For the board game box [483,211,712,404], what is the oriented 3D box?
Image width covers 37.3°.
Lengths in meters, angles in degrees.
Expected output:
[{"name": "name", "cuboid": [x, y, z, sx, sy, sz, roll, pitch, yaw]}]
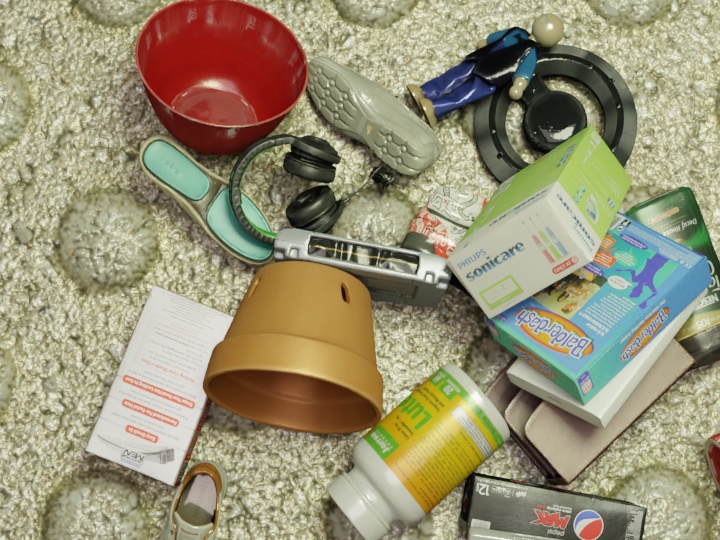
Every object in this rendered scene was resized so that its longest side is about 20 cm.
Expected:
[{"name": "board game box", "cuboid": [0.256, 0.032, 1.161, 0.199, 0.045, 0.152, -40, 42, -11]}]

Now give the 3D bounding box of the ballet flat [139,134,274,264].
[{"name": "ballet flat", "cuboid": [-0.180, -0.083, 1.264, 0.200, 0.069, 0.070, 45, 81, -10]}]

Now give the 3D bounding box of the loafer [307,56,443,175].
[{"name": "loafer", "cuboid": [0.015, -0.191, 1.296, 0.200, 0.070, 0.070, 44, 40, 14]}]

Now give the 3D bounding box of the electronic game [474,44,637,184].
[{"name": "electronic game", "cuboid": [0.237, -0.180, 1.304, 0.197, 0.042, 0.203, -1, 78, 7]}]

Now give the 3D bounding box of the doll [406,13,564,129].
[{"name": "doll", "cuboid": [0.158, -0.243, 1.285, 0.198, 0.049, 0.137, -31, 40, 2]}]

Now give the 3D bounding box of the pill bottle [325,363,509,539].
[{"name": "pill bottle", "cuboid": [0.061, 0.209, 1.194, 0.199, 0.111, 0.111, -40, 83, -8]}]

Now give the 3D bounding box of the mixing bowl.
[{"name": "mixing bowl", "cuboid": [-0.167, -0.211, 1.253, 0.197, 0.109, 0.202, 7, 56, -11]}]

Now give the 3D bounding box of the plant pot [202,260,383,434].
[{"name": "plant pot", "cuboid": [-0.064, 0.083, 1.184, 0.197, 0.201, 0.142, 10, 64, 1]}]

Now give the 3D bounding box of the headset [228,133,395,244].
[{"name": "headset", "cuboid": [-0.056, -0.101, 1.247, 0.197, 0.094, 0.125, -7, 107, -12]}]

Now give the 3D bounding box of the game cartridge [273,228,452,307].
[{"name": "game cartridge", "cuboid": [0.000, 0.000, 1.220, 0.197, 0.134, 0.041, 11, 72, -1]}]

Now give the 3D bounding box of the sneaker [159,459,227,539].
[{"name": "sneaker", "cuboid": [-0.199, 0.311, 1.185, 0.072, 0.085, 0.203, 11, 81, -1]}]

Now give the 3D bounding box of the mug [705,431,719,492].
[{"name": "mug", "cuboid": [0.511, 0.221, 1.195, 0.198, 0.134, 0.180, -21, 79, -2]}]

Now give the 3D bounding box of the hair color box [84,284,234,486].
[{"name": "hair color box", "cuboid": [-0.223, 0.133, 1.227, 0.110, 0.064, 0.202, 21, 79, 1]}]

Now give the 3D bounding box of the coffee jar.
[{"name": "coffee jar", "cuboid": [0.378, 0.011, 1.251, 0.103, 0.085, 0.202, -23, 81, -5]}]

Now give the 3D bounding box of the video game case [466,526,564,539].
[{"name": "video game case", "cuboid": [0.193, 0.391, 1.174, 0.179, 0.023, 0.203, 8, 101, 1]}]

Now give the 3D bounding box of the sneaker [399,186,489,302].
[{"name": "sneaker", "cuboid": [0.153, -0.019, 1.260, 0.200, 0.067, 0.109, 30, 70, -3]}]

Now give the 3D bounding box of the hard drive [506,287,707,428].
[{"name": "hard drive", "cuboid": [0.270, 0.068, 1.172, 0.131, 0.026, 0.200, 24, 64, 44]}]

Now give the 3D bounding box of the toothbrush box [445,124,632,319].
[{"name": "toothbrush box", "cuboid": [0.200, -0.056, 1.175, 0.145, 0.200, 0.086, -33, 99, 37]}]

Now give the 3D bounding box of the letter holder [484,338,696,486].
[{"name": "letter holder", "cuboid": [0.253, 0.124, 1.221, 0.200, 0.101, 0.142, -41, 81, -8]}]

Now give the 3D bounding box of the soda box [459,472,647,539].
[{"name": "soda box", "cuboid": [0.215, 0.277, 1.204, 0.197, 0.071, 0.064, 11, 84, 0]}]
